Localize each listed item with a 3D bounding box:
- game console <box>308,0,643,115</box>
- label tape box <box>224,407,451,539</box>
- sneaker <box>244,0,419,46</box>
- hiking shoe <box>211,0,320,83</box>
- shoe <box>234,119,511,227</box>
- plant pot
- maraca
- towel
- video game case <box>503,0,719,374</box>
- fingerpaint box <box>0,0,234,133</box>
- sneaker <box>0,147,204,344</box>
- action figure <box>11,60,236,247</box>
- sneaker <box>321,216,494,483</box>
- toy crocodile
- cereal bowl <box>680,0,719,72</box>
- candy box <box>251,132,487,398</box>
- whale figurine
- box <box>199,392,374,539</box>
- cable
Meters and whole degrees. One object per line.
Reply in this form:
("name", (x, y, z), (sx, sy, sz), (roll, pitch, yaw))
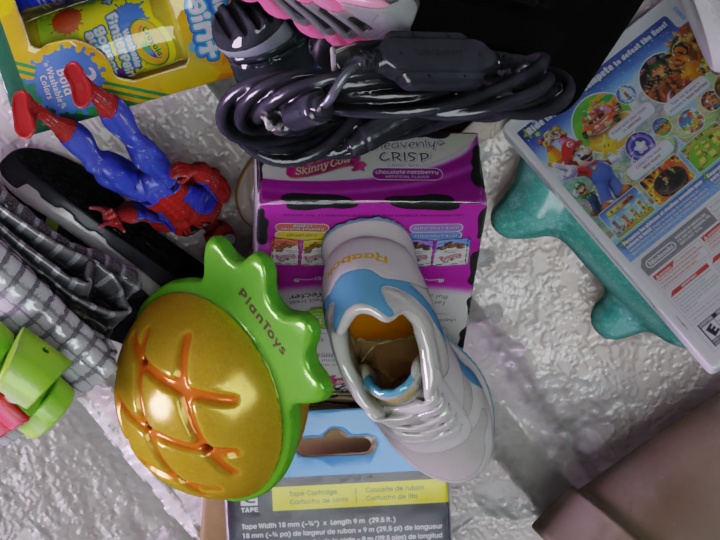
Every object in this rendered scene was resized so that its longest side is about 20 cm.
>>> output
("game console", (0.068, -0.202, 1.239), (0.199, 0.117, 0.176), (8, 128, -36))
("label tape box", (-0.014, 0.188, 1.363), (0.144, 0.063, 0.201), (-2, 87, -3))
("sneaker", (-0.039, -0.188, 1.153), (0.096, 0.200, 0.079), (-57, 146, -8))
("hiking shoe", (-0.004, -0.155, 1.263), (0.200, 0.074, 0.087), (-34, 125, -27))
("shoe", (0.011, -0.082, 1.323), (0.200, 0.053, 0.070), (-27, 95, 4))
("plant pot", (0.241, 0.170, 1.393), (0.200, 0.200, 0.174), (42, 86, -18))
("maraca", (-0.081, 0.061, 1.255), (0.137, 0.107, 0.200), (50, 140, 10))
("towel", (-0.246, 0.020, 1.302), (0.166, 0.086, 0.200), (41, 136, -16))
("video game case", (0.204, -0.056, 1.298), (0.143, 0.018, 0.200), (-38, 75, -6))
("fingerpaint box", (-0.153, -0.200, 1.259), (0.166, 0.073, 0.201), (-16, 112, 1))
("sneaker", (-0.161, 0.008, 1.344), (0.200, 0.072, 0.083), (40, 106, -17))
("action figure", (-0.132, -0.056, 1.292), (0.065, 0.052, 0.200), (-31, 147, 15))
("sneaker", (0.026, 0.066, 1.261), (0.076, 0.081, 0.200), (-17, 129, 15))
("toy crocodile", (-0.233, 0.083, 1.249), (0.200, 0.062, 0.068), (-25, 117, 41))
("cereal bowl", (0.228, -0.173, 1.234), (0.083, 0.200, 0.201), (-21, 112, 6))
("candy box", (0.000, 0.000, 1.312), (0.136, 0.061, 0.200), (0, 141, -5))
("whale figurine", (0.186, -0.022, 1.341), (0.199, 0.104, 0.160), (20, 109, -11))
("box", (-0.026, 0.161, 1.411), (0.163, 0.021, 0.201), (1, 128, -6))
("cable", (0.023, -0.087, 1.167), (0.199, 0.163, 0.051), (-6, 80, -38))
